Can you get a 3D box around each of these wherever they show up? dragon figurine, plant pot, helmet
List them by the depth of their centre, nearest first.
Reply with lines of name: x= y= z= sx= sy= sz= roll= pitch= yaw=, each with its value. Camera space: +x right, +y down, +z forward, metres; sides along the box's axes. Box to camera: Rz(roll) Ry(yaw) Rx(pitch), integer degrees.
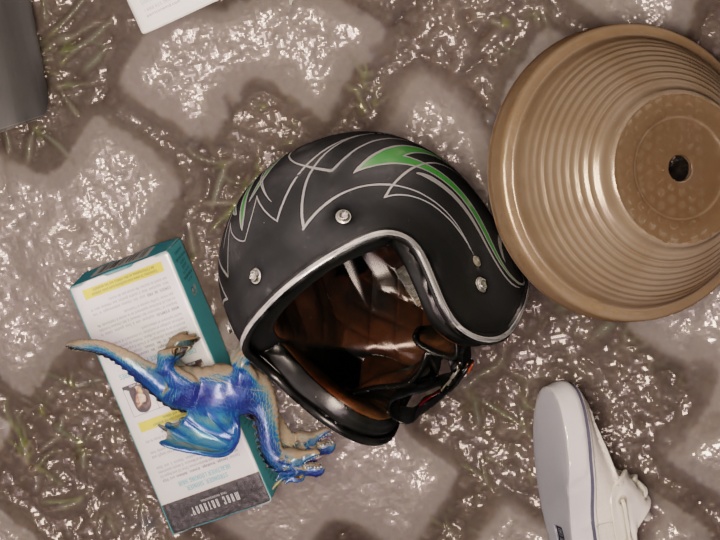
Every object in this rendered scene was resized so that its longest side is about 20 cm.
plant pot: x=0.191 y=-0.067 z=1.454 sx=0.199 sy=0.093 sz=0.203 roll=0 pitch=89 yaw=-18
helmet: x=0.000 y=0.000 z=1.485 sx=0.190 sy=0.200 sz=0.200 roll=41 pitch=106 yaw=-8
dragon figurine: x=-0.112 y=0.099 z=1.546 sx=0.198 sy=0.059 sz=0.100 roll=5 pitch=99 yaw=-6

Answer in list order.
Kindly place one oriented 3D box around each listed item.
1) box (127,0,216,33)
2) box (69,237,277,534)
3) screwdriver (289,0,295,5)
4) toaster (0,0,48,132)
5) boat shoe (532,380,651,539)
box: x=-0.135 y=-0.277 z=1.475 sx=0.097 sy=0.124 sz=0.201 roll=-23 pitch=100 yaw=13
box: x=-0.134 y=0.085 z=1.605 sx=0.082 sy=0.049 sz=0.201 roll=-19 pitch=101 yaw=11
screwdriver: x=-0.021 y=-0.270 z=1.415 sx=0.029 sy=0.028 sz=0.201 roll=20 pitch=93 yaw=-10
toaster: x=-0.325 y=-0.138 z=1.500 sx=0.179 sy=0.200 sz=0.120 roll=-12 pitch=98 yaw=10
boat shoe: x=0.174 y=0.173 z=1.582 sx=0.069 sy=0.071 sz=0.202 roll=-14 pitch=99 yaw=-17
